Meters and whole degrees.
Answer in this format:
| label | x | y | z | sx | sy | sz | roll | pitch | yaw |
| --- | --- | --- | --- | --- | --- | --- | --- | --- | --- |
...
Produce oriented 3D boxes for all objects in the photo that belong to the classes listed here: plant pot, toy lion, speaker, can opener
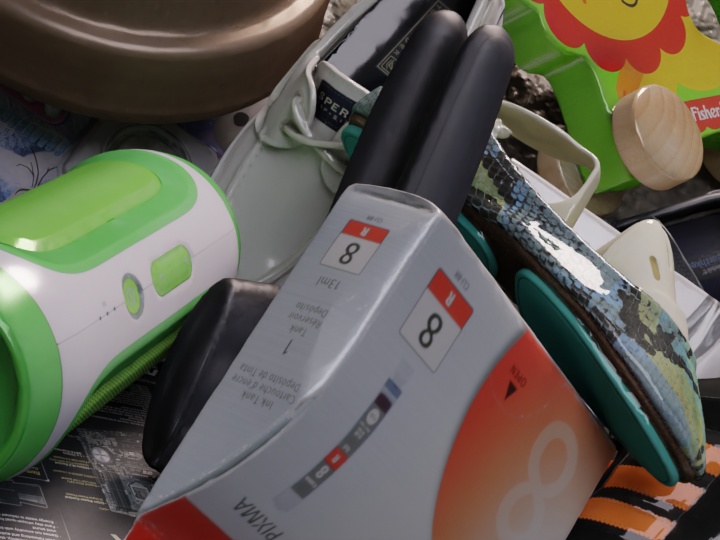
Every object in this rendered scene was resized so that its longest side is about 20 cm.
| label | x | y | z | sx | sy | sz | roll | pitch | yaw |
| --- | --- | --- | --- | --- | --- | --- | --- | --- | --- |
| plant pot | -0.088 | -0.192 | 0.821 | 0.199 | 0.175 | 0.201 | 12 | 44 | -12 |
| toy lion | 0.130 | -0.129 | 0.936 | 0.200 | 0.069 | 0.192 | -12 | 82 | -44 |
| speaker | -0.109 | 0.011 | 0.698 | 0.088 | 0.088 | 0.200 | 44 | 21 | 2 |
| can opener | 0.000 | 0.000 | 0.704 | 0.063 | 0.200 | 0.079 | 34 | 5 | 40 |

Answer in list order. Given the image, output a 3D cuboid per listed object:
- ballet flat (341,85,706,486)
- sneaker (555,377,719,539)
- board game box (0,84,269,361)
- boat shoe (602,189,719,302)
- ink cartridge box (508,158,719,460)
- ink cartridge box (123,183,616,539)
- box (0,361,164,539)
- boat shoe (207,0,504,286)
| label | x | y | z | sx | sy | sz | roll | pitch | yaw |
| --- | --- | --- | --- | --- | --- | --- | --- | --- | --- |
| ballet flat | 0.076 | -0.010 | 0.735 | 0.074 | 0.074 | 0.200 | -28 | 65 | -33 |
| sneaker | 0.114 | 0.089 | 0.755 | 0.200 | 0.070 | 0.090 | -27 | 61 | -3 |
| board game box | -0.093 | -0.046 | 0.859 | 0.199 | 0.026 | 0.201 | -6 | 68 | -27 |
| boat shoe | 0.126 | 0.008 | 0.909 | 0.199 | 0.062 | 0.075 | -20 | 77 | -28 |
| ink cartridge box | 0.095 | 0.071 | 0.822 | 0.200 | 0.086 | 0.147 | 34 | 78 | -8 |
| ink cartridge box | -0.003 | 0.096 | 0.655 | 0.200 | 0.050 | 0.162 | -60 | 139 | -19 |
| box | -0.143 | 0.072 | 0.695 | 0.199 | 0.044 | 0.160 | 13 | 24 | -31 |
| boat shoe | -0.006 | -0.061 | 0.817 | 0.072 | 0.066 | 0.200 | 41 | 78 | 10 |
